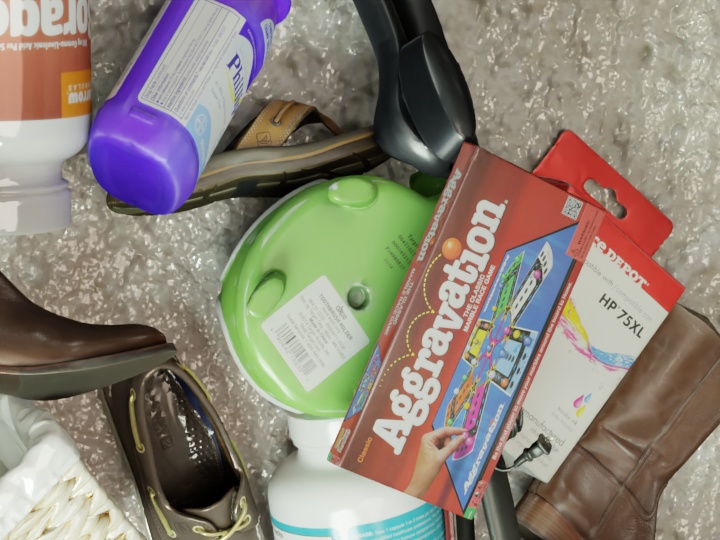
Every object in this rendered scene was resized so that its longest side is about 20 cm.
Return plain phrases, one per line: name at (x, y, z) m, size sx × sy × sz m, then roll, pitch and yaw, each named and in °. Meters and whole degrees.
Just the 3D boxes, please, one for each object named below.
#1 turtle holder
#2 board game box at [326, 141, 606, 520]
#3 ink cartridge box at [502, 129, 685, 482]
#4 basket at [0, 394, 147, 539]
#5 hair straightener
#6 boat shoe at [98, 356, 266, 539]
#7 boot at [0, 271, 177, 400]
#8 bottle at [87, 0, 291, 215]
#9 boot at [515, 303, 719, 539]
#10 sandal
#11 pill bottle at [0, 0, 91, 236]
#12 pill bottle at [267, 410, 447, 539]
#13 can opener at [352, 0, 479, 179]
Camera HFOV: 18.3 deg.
turtle holder at (-0.011, -0.001, 1.359) m, size 0.140 × 0.132 × 0.187 m, roll 25°, pitch 82°, yaw -19°
board game box at (0.063, 0.037, 1.306) m, size 0.102 × 0.019 × 0.201 m, roll 24°, pitch 89°, yaw -29°
ink cartridge box at (0.127, 0.021, 1.458) m, size 0.116 × 0.067 × 0.201 m, roll 39°, pitch 83°, yaw -22°
basket at (-0.220, 0.184, 1.264) m, size 0.198 × 0.200 × 0.161 m, roll -45°, pitch 114°, yaw -11°
hair straightener at (0.087, 0.099, 1.382) m, size 0.041 × 0.076 × 0.202 m, roll 3°, pitch 83°, yaw -64°
boat shoe at (-0.101, 0.137, 1.383) m, size 0.072 × 0.059 × 0.201 m, roll -27°, pitch 108°, yaw -18°
boot at (-0.201, -0.031, 1.192) m, size 0.185 × 0.064 × 0.202 m, roll -5°, pitch 73°, yaw -27°
bottle at (-0.091, -0.131, 1.312) m, size 0.065 × 0.084 × 0.201 m, roll 23°, pitch 61°, yaw 8°
boot at (0.217, 0.140, 1.518) m, size 0.186 × 0.064 × 0.200 m, roll 43°, pitch 75°, yaw -27°
sandal at (-0.063, -0.075, 1.369) m, size 0.198 × 0.082 × 0.055 m, roll -11°, pitch 81°, yaw -14°
pill bottle at (-0.208, -0.124, 1.266) m, size 0.111 × 0.112 × 0.202 m, roll -4°, pitch 100°, yaw -23°
pill bottle at (0.003, 0.178, 1.407) m, size 0.110 × 0.111 × 0.202 m, roll -14°, pitch 104°, yaw -21°
can opener at (0.029, -0.146, 1.357) m, size 0.063 × 0.079 × 0.201 m, roll 3°, pitch 59°, yaw -40°
